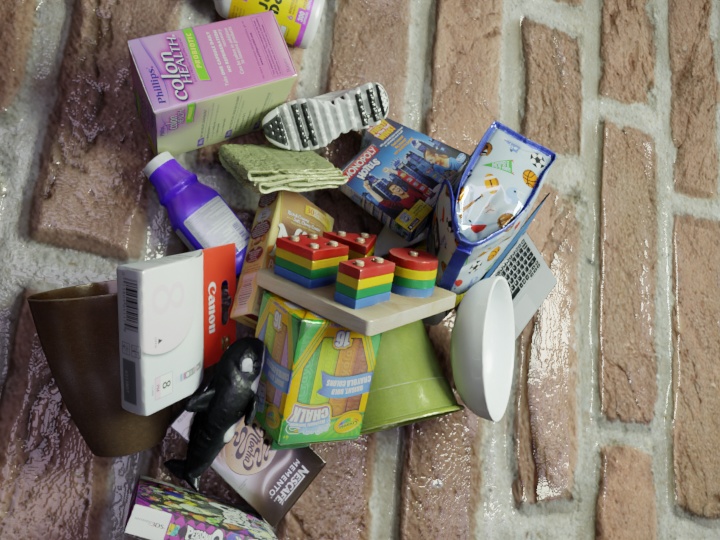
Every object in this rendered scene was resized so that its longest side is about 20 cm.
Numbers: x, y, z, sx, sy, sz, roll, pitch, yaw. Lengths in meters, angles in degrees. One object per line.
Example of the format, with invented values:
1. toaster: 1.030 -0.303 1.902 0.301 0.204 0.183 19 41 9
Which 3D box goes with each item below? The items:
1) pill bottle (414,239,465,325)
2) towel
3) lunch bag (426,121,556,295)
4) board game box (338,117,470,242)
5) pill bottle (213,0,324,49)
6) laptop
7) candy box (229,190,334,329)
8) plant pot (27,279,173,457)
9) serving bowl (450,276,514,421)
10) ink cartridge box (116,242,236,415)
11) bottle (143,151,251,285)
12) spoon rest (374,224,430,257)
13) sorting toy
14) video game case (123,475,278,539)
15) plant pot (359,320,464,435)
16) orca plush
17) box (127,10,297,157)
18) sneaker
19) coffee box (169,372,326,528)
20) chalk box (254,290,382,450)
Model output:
1. pill bottle: 0.148 -0.016 0.928 0.200 0.112 0.113 -44 97 -20
2. towel: -0.119 -0.147 0.810 0.145 0.200 0.037 -6 115 -27
3. lunch bag: 0.164 -0.074 0.800 0.122 0.171 0.202 28 65 9
4. board game box: 0.051 -0.157 0.893 0.198 0.062 0.200 37 58 15
5. pill bottle: -0.158 -0.432 0.882 0.195 0.104 0.107 15 77 -17
6. laptop: 0.275 0.013 0.951 0.188 0.115 0.201 -46 110 -19
7. candy box: -0.109 -0.008 0.823 0.115 0.054 0.205 32 58 -42
8. plant pot: -0.305 0.121 0.721 0.182 0.186 0.206 -8 96 -20
9. serving bowl: 0.173 0.110 0.820 0.199 0.064 0.206 -5 96 -64
10. ink cartridge box: -0.202 0.060 0.690 0.199 0.056 0.167 -17 114 -57
11. bottle: -0.233 -0.078 0.822 0.201 0.065 0.083 51 58 -7
12. spoon rest: 0.043 -0.060 0.920 0.195 0.100 0.062 -15 120 -10
13. sorting toy: 0.000 0.000 0.744 0.197 0.197 0.071 -10 114 -50
14. video game case: -0.199 0.313 0.707 0.178 0.200 0.037 23 73 -14
15. plant pot: 0.038 0.132 0.841 0.195 0.200 0.195 -6 72 -20
16. orca plush: -0.192 0.167 0.692 0.070 0.106 0.201 26 108 -42
17. box: -0.211 -0.256 0.799 0.197 0.176 0.099 -23 90 -21
18. sneaker: -0.057 -0.236 0.865 0.196 0.081 0.077 -18 116 -16
19. coffee box: -0.158 0.241 0.796 0.200 0.080 0.113 47 69 -8
20. chalk box: -0.068 0.143 0.731 0.122 0.123 0.205 4 102 -34
